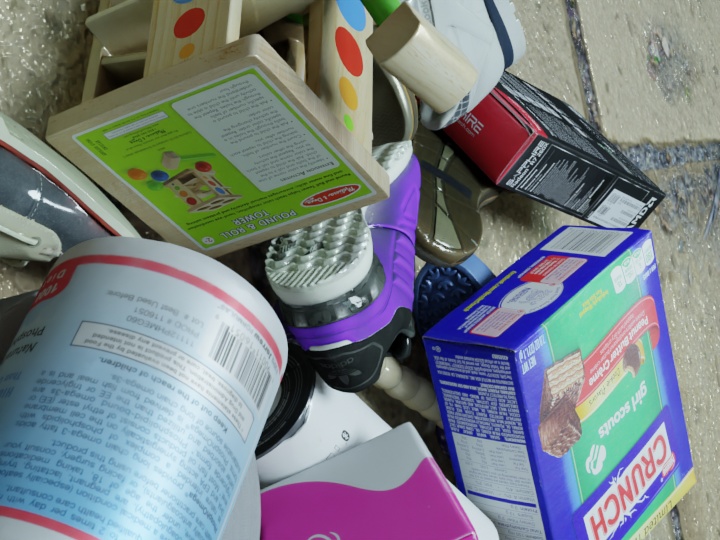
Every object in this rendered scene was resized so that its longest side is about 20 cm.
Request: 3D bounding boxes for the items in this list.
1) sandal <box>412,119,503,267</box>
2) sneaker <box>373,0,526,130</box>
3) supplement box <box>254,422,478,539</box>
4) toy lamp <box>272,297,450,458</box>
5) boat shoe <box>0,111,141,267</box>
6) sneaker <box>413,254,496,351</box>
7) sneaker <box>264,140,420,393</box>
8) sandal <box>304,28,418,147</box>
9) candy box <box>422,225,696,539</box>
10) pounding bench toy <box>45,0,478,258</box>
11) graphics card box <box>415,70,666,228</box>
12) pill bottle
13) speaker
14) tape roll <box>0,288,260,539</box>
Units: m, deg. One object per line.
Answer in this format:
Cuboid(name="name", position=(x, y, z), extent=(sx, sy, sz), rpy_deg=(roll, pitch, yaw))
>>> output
Cuboid(name="sandal", position=(0.051, -0.046, 0.943), extent=(0.082, 0.055, 0.200), rpy_deg=(33, 27, -9))
Cuboid(name="sneaker", position=(0.036, -0.174, 0.852), extent=(0.081, 0.076, 0.200), rpy_deg=(-47, 132, -14))
Cuboid(name="supplement box", position=(0.026, 0.199, 0.750), extent=(0.101, 0.103, 0.200), rpy_deg=(-123, -168, -58))
Cuboid(name="toy lamp", position=(0.019, 0.065, 0.880), extent=(0.200, 0.058, 0.058), rpy_deg=(33, 55, -44))
Cuboid(name="boat shoe", position=(-0.170, -0.038, 0.650), extent=(0.063, 0.071, 0.200), rpy_deg=(-49, 139, -1))
Cuboid(name="sneaker", position=(0.099, 0.054, 0.986), extent=(0.200, 0.070, 0.078), rpy_deg=(64, 36, -30))
Cuboid(name="sneaker", position=(-0.001, 0.000, 0.793), extent=(0.200, 0.070, 0.100), rpy_deg=(-67, 141, -59))
Cuboid(name="sandal", position=(-0.042, -0.142, 0.838), extent=(0.200, 0.080, 0.054), rpy_deg=(55, 39, -23))
Cuboid(name="candy box", position=(0.136, 0.095, 0.917), extent=(0.169, 0.077, 0.200), rpy_deg=(-36, 122, -40))
Cuboid(name="pounding bench toy", position=(-0.035, -0.124, 0.718), extent=(0.124, 0.200, 0.156), rpy_deg=(43, 39, -45))
Cuboid(name="graphics card box", position=(0.129, -0.096, 1.029), extent=(0.200, 0.051, 0.125), rpy_deg=(14, 29, -51))
Cuboid(name="pill bottle", position=(-0.107, 0.092, 0.545), extent=(0.109, 0.109, 0.200), rpy_deg=(49, 45, -34))
Cuboid(name="speaker", position=(0.000, 0.128, 0.815), extent=(0.200, 0.081, 0.081), rpy_deg=(45, 47, -37))
Cuboid(name="tape roll", position=(-0.135, 0.108, 0.650), extent=(0.200, 0.066, 0.200), rpy_deg=(22, 62, -49))
